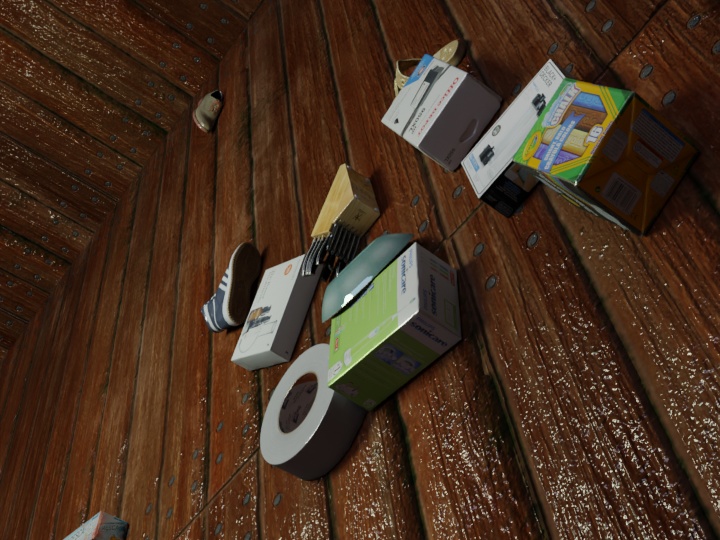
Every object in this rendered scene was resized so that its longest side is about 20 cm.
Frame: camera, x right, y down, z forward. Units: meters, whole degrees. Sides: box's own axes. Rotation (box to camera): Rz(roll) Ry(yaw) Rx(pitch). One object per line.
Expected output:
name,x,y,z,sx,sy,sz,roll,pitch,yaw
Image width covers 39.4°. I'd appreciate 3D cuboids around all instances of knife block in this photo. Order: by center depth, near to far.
knife block,-0.046,-0.077,1.825,0.176,0.064,0.201,-48,27,20

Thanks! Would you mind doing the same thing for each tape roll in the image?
tape roll,-0.071,0.216,1.544,0.200,0.066,0.201,-42,30,31

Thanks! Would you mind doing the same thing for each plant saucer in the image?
plant saucer,0.000,0.000,1.581,0.201,0.039,0.201,-44,2,2

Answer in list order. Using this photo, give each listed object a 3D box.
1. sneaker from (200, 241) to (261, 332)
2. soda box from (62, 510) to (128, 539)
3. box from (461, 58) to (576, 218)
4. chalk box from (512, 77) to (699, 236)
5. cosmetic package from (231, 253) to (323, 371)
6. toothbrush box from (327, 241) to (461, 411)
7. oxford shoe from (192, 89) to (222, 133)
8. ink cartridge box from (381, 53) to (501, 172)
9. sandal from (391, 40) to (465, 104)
sneaker,-0.275,0.039,2.119,0.108,0.070,0.202,-30,40,43
soda box,-0.555,0.564,2.056,0.200,0.068,0.064,-38,31,37
box,0.238,-0.187,1.422,0.200,0.060,0.117,-48,27,21
chalk box,0.281,-0.145,1.217,0.125,0.124,0.200,-57,26,4
cosmetic package,-0.155,0.080,1.874,0.150,0.051,0.202,-18,47,51
toothbrush box,0.046,0.082,1.448,0.200,0.086,0.146,-44,27,31
oxford shoe,-0.461,-0.491,3.067,0.075,0.070,0.201,-40,32,25
ink cartridge box,0.132,-0.267,1.682,0.145,0.084,0.200,-56,25,8
sandal,0.101,-0.377,1.879,0.211,0.069,0.078,-32,35,45
